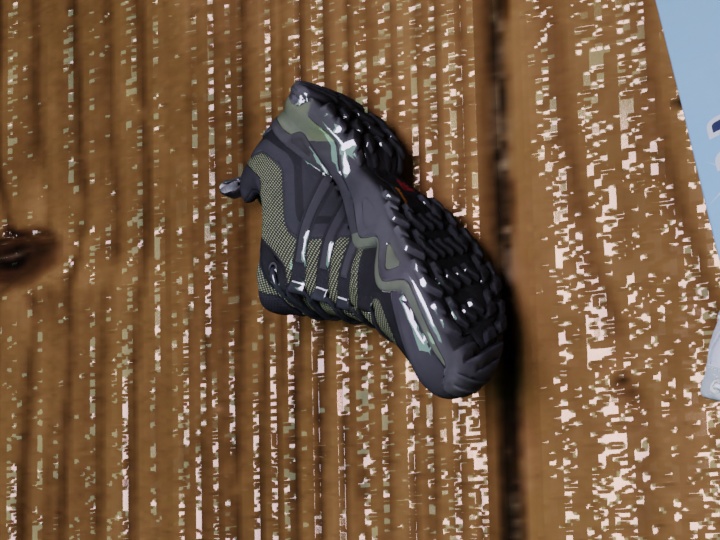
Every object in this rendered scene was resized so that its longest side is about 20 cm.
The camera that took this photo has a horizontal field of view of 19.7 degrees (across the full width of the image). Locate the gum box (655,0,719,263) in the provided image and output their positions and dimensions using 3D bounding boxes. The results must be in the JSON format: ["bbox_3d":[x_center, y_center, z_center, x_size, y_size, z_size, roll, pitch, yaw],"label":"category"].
[{"bbox_3d":[0.233,-0.072,0.928,0.169,0.045,0.201,-24,53,23],"label":"gum box"}]

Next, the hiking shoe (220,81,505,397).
[{"bbox_3d":[0.000,0.000,1.075,0.101,0.075,0.201,-48,53,25],"label":"hiking shoe"}]

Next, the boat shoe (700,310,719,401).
[{"bbox_3d":[0.242,0.069,0.928,0.200,0.070,0.072,24,96,37],"label":"boat shoe"}]
